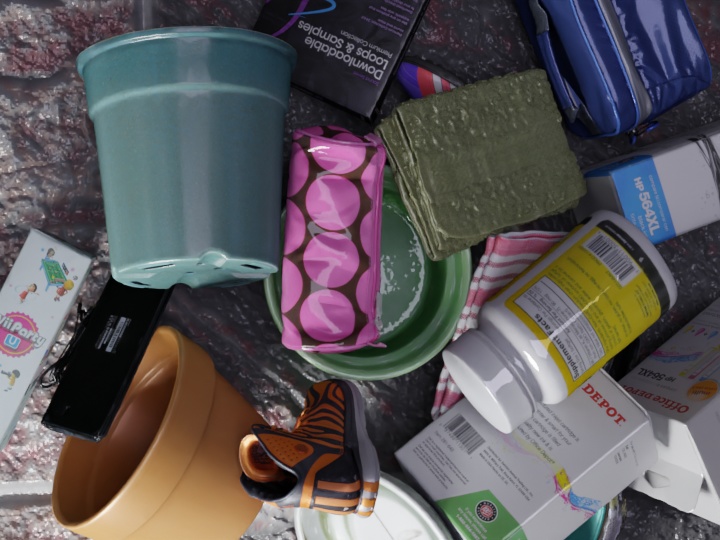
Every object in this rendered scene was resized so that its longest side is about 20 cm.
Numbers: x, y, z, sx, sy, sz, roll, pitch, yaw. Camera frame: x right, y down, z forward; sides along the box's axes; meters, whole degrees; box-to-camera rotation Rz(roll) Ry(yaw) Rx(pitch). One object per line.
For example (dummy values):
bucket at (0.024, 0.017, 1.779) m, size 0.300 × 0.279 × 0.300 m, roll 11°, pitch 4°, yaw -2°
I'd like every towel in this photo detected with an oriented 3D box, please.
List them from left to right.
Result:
towel at (0.115, -0.104, 1.440) m, size 0.199 × 0.036 × 0.149 m, roll -21°, pitch 92°, yaw -29°
towel at (0.151, 0.057, 1.474) m, size 0.146 × 0.030 × 0.201 m, roll 0°, pitch 116°, yaw -39°

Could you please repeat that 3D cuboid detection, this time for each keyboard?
keyboard at (-0.229, 0.065, 1.445) m, size 0.040 × 0.103 × 0.201 m, roll 48°, pitch 60°, yaw -51°

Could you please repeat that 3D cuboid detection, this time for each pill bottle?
pill bottle at (0.178, 0.047, 1.393) m, size 0.200 × 0.114 × 0.115 m, roll -38°, pitch 98°, yaw -11°

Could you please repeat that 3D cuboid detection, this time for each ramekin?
ramekin at (0.000, 0.000, 1.472) m, size 0.198 × 0.098 × 0.202 m, roll 0°, pitch 92°, yaw -11°

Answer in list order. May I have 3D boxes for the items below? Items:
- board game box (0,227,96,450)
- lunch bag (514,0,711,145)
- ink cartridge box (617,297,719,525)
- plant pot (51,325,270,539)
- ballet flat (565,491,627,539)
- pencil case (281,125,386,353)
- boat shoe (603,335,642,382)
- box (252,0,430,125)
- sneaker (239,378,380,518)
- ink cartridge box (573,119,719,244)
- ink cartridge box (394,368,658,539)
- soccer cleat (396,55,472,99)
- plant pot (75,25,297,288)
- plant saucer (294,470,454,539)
board game box at (-0.309, 0.065, 1.393) m, size 0.064 × 0.148 × 0.201 m, roll 27°, pitch 87°, yaw -8°
lunch bag at (0.235, -0.218, 1.486) m, size 0.132 × 0.136 × 0.201 m, roll -25°, pitch 96°, yaw -12°
ink cartridge box at (0.343, 0.140, 1.494) m, size 0.199 × 0.128 × 0.126 m, roll -36°, pitch 114°, yaw -21°
plant pot at (-0.169, 0.172, 1.411) m, size 0.140 × 0.200 × 0.201 m, roll 34°, pitch 86°, yaw -26°
ballet flat at (0.217, 0.292, 1.534) m, size 0.071 × 0.072 × 0.202 m, roll 15°, pitch 112°, yaw -11°
pencil case at (-0.020, -0.028, 1.374) m, size 0.093 × 0.091 × 0.202 m, roll 2°, pitch 94°, yaw 25°
boat shoe at (0.223, 0.143, 1.529) m, size 0.068 × 0.056 × 0.202 m, roll 21°, pitch 86°, yaw -42°
box at (-0.010, -0.259, 1.472) m, size 0.142 × 0.036 × 0.201 m, roll 24°, pitch 89°, yaw 8°
sneaker at (-0.054, 0.147, 1.370) m, size 0.111 × 0.200 × 0.078 m, roll 7°, pitch 108°, yaw -14°
ink cartridge box at (0.319, -0.089, 1.504) m, size 0.199 × 0.146 × 0.085 m, roll -19°, pitch 94°, yaw -9°
ink cartridge box at (0.156, 0.173, 1.437) m, size 0.200 × 0.145 × 0.084 m, roll -37°, pitch 142°, yaw -9°
soccer cleat at (0.105, -0.129, 1.503) m, size 0.200 × 0.068 × 0.073 m, roll 39°, pitch 81°, yaw -13°
plant pot at (-0.150, -0.091, 1.369) m, size 0.198 × 0.200 × 0.198 m, roll -1°, pitch 80°, yaw -10°
plant saucer at (0.027, 0.260, 1.464) m, size 0.050 × 0.199 × 0.201 m, roll -37°, pitch 100°, yaw -43°
